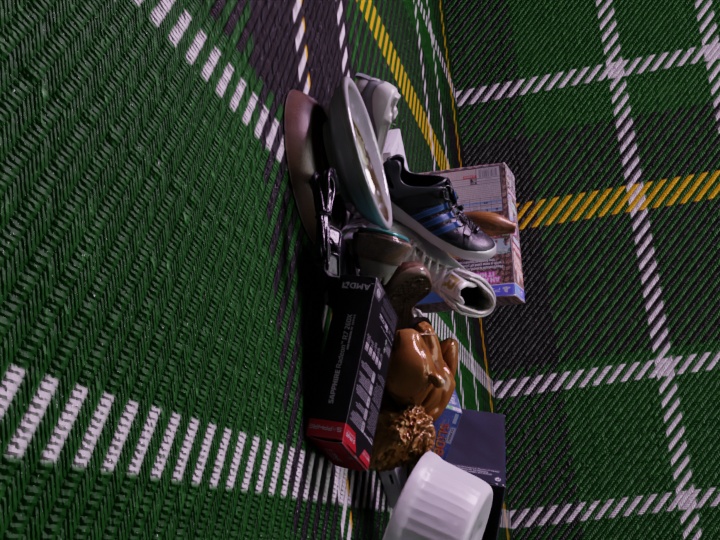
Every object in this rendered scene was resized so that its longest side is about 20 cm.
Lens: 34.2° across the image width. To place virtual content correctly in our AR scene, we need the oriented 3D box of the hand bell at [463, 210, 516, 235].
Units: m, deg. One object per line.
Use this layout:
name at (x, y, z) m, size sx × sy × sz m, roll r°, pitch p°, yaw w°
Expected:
hand bell at (0.124, -0.077, 1.676) m, size 0.104 × 0.198 × 0.105 m, roll 11°, pitch 90°, yaw -82°

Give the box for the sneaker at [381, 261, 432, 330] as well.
sneaker at (0.042, 0.019, 1.542) m, size 0.200 × 0.070 × 0.076 m, roll 110°, pitch -38°, yaw -66°

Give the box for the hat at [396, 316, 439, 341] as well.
hat at (0.084, 0.129, 1.716) m, size 0.201 × 0.080 × 0.203 m, roll -7°, pitch 90°, yaw -82°

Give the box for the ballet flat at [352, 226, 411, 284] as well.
ballet flat at (0.022, -0.017, 1.458) m, size 0.200 × 0.067 × 0.068 m, roll -151°, pitch -106°, yaw -86°

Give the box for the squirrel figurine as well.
squirrel figurine at (0.062, 0.164, 1.521) m, size 0.187 × 0.140 × 0.202 m, roll 100°, pitch -5°, yaw -80°

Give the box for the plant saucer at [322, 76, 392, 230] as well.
plant saucer at (-0.009, -0.143, 1.489) m, size 0.200 × 0.050 × 0.202 m, roll -16°, pitch 90°, yaw -81°

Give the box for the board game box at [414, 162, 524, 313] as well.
board game box at (0.157, -0.047, 1.762) m, size 0.097 × 0.158 × 0.202 m, roll 25°, pitch 60°, yaw -71°

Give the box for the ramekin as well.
ramekin at (0.097, 0.346, 1.510) m, size 0.200 × 0.097 × 0.202 m, roll 20°, pitch 90°, yaw -74°

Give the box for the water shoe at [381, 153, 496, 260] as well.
water shoe at (0.108, -0.085, 1.598) m, size 0.079 × 0.199 × 0.072 m, roll -59°, pitch -174°, yaw 27°

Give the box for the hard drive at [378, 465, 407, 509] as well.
hard drive at (0.046, 0.231, 1.730) m, size 0.201 × 0.026 × 0.133 m, roll -86°, pitch 164°, yaw -49°

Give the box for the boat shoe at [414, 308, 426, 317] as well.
boat shoe at (0.078, 0.066, 1.917) m, size 0.200 × 0.065 × 0.073 m, roll -69°, pitch 149°, yaw -69°

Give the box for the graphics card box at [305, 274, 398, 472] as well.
graphics card box at (-0.007, 0.120, 1.367) m, size 0.126 × 0.050 × 0.202 m, roll 58°, pitch 41°, yaw -62°

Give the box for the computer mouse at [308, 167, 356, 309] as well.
computer mouse at (-0.041, -0.035, 1.413) m, size 0.200 × 0.046 × 0.142 m, roll 66°, pitch 22°, yaw -65°

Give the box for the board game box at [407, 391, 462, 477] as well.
board game box at (0.106, 0.237, 1.737) m, size 0.200 × 0.034 × 0.136 m, roll -89°, pitch -163°, yaw -78°

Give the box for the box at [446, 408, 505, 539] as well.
box at (0.163, 0.355, 1.859) m, size 0.199 × 0.122 × 0.202 m, roll -78°, pitch 175°, yaw -63°

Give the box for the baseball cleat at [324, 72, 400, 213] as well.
baseball cleat at (-0.009, -0.184, 1.664) m, size 0.070 × 0.106 × 0.201 m, roll -47°, pitch 158°, yaw -64°

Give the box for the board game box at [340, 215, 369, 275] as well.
board game box at (0.000, 0.000, 1.650) m, size 0.200 × 0.034 × 0.127 m, roll -54°, pitch 135°, yaw -75°

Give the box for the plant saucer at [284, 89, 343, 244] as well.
plant saucer at (-0.055, -0.133, 1.487) m, size 0.200 × 0.032 × 0.202 m, roll -10°, pitch 90°, yaw -79°

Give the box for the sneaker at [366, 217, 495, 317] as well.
sneaker at (0.103, -0.005, 1.604) m, size 0.199 × 0.074 × 0.115 m, roll 31°, pitch 1°, yaw -27°

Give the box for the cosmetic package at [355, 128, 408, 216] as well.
cosmetic package at (0.038, -0.104, 1.804) m, size 0.113 × 0.080 × 0.202 m, roll -73°, pitch 153°, yaw -61°
